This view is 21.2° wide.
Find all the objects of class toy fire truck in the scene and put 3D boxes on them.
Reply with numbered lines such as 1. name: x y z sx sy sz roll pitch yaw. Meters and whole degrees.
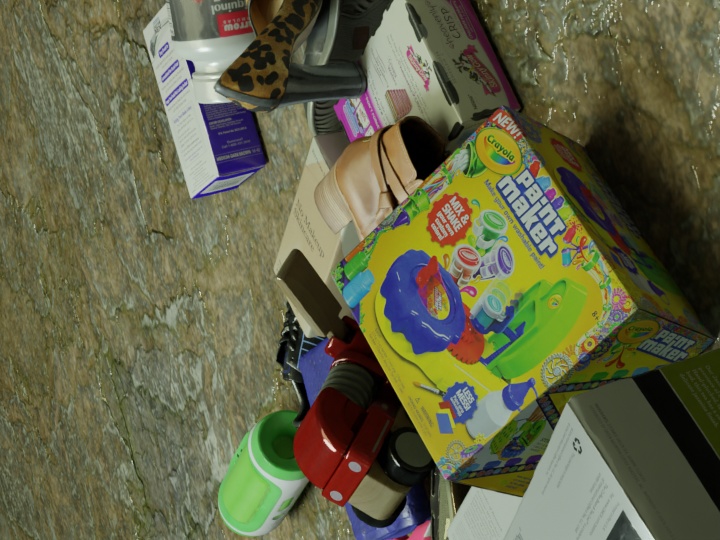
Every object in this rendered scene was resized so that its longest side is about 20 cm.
1. toy fire truck: -0.011 0.095 1.690 0.199 0.176 0.129 31 136 0

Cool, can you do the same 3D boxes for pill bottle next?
1. pill bottle: -0.141 -0.274 1.933 0.111 0.110 0.201 18 119 62

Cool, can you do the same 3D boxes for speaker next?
1. speaker: -0.103 0.229 2.155 0.089 0.088 0.200 66 154 21

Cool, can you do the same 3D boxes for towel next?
1. towel: 0.009 0.157 1.835 0.148 0.049 0.201 -36 71 63

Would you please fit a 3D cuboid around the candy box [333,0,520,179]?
1. candy box: 0.053 -0.139 1.643 0.137 0.061 0.200 67 155 18

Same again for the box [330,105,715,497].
1. box: 0.116 0.026 1.418 0.193 0.122 0.200 -44 56 20

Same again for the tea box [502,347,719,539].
1. tea box: 0.220 0.164 1.274 0.134 0.196 0.200 60 150 30

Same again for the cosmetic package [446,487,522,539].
1. cosmetic package: 0.150 0.182 1.556 0.072 0.101 0.200 64 152 27

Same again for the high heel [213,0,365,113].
1. high heel: -0.098 -0.215 1.669 0.200 0.142 0.072 54 136 33

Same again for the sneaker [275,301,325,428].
1. sneaker: -0.050 0.063 1.940 0.070 0.078 0.201 -7 97 66

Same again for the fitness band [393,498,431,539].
1. fitness band: 0.049 0.193 1.866 0.200 0.037 0.144 113 140 -52

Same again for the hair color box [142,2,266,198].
1. hair color box: -0.171 -0.190 2.104 0.109 0.064 0.201 -27 80 66

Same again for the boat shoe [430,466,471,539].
1. boat shoe: 0.100 0.239 1.742 0.065 0.073 0.201 -166 76 -73

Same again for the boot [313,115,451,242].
1. boot: 0.060 -0.031 1.596 0.200 0.077 0.155 55 146 -1

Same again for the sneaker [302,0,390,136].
1. sneaker: -0.022 -0.226 1.761 0.106 0.074 0.201 51 137 49

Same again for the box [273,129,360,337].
1. box: -0.014 -0.036 1.810 0.095 0.077 0.200 62 152 31
